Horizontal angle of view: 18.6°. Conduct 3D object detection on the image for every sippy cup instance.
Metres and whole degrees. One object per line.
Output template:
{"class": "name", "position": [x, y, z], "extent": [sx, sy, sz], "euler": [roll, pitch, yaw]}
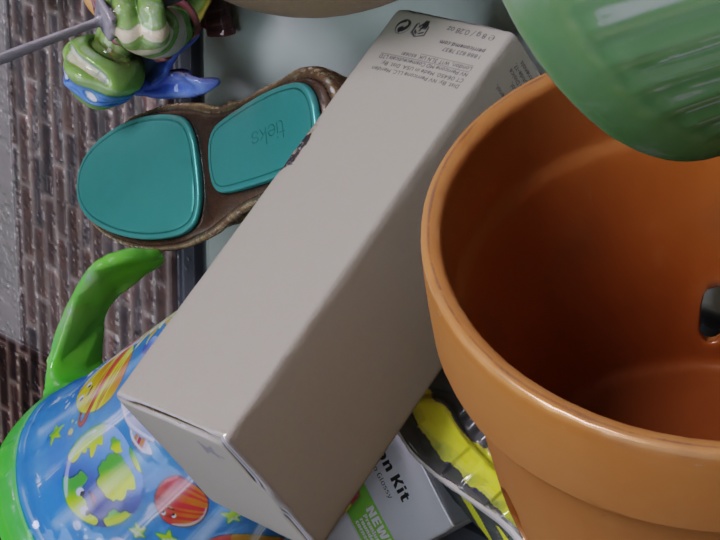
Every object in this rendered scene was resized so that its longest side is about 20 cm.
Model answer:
{"class": "sippy cup", "position": [-0.072, 0.081, 0.965], "extent": [0.178, 0.140, 0.130], "euler": [42, 126, -5]}

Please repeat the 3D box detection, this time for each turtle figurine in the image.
{"class": "turtle figurine", "position": [-0.113, -0.163, 0.942], "extent": [0.195, 0.199, 0.144], "euler": [-60, 25, 17]}

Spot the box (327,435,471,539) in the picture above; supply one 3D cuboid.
{"class": "box", "position": [-0.033, 0.078, 1.052], "extent": [0.200, 0.041, 0.157], "euler": [-35, 79, 48]}

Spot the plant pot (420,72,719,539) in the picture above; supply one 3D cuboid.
{"class": "plant pot", "position": [0.122, 0.036, 0.763], "extent": [0.200, 0.200, 0.141], "euler": [34, 144, 34]}

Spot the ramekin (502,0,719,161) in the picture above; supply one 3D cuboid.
{"class": "ramekin", "position": [0.124, -0.141, 0.676], "extent": [0.097, 0.199, 0.202], "euler": [-11, 97, 41]}

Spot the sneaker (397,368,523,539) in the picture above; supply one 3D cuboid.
{"class": "sneaker", "position": [0.086, 0.100, 0.916], "extent": [0.201, 0.074, 0.085], "euler": [53, -178, -3]}

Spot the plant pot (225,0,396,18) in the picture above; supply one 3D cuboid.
{"class": "plant pot", "position": [-0.037, -0.202, 0.802], "extent": [0.198, 0.134, 0.202], "euler": [-1, 87, 20]}

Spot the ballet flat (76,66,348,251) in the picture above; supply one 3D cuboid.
{"class": "ballet flat", "position": [-0.053, -0.046, 1.002], "extent": [0.199, 0.065, 0.071], "euler": [-7, 83, 50]}

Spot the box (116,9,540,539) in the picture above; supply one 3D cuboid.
{"class": "box", "position": [0.000, 0.000, 0.858], "extent": [0.068, 0.201, 0.082], "euler": [18, 154, 42]}
